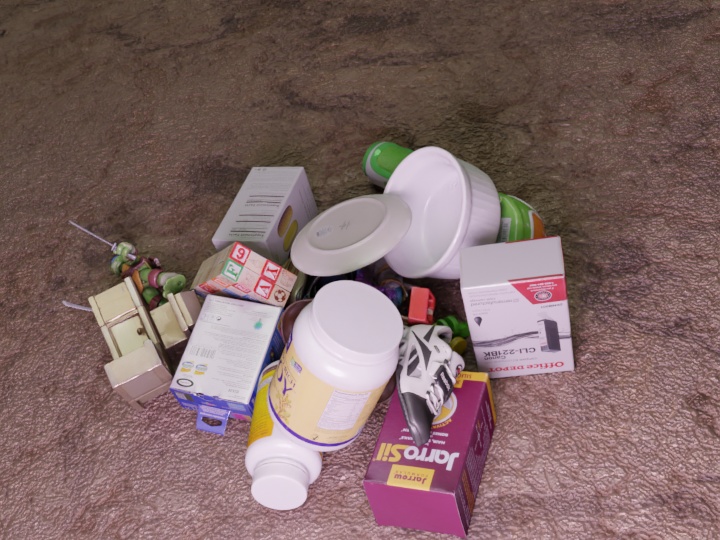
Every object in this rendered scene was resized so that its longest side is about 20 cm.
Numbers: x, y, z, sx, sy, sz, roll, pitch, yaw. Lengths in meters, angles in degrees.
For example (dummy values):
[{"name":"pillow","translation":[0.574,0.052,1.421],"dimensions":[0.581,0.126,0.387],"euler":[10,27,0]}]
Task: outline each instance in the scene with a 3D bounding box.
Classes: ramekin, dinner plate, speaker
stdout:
[{"name":"ramekin","translation":[0.124,-0.082,1.478],"dimensions":[0.097,0.202,0.201],"euler":[12,23,-38]},{"name":"dinner plate","translation":[-0.018,-0.063,1.451],"dimensions":[0.198,0.024,0.201],"euler":[-18,33,12]},{"name":"speaker","translation":[0.093,-0.171,1.750],"dimensions":[0.088,0.089,0.199],"euler":[-37,44,-22]}]

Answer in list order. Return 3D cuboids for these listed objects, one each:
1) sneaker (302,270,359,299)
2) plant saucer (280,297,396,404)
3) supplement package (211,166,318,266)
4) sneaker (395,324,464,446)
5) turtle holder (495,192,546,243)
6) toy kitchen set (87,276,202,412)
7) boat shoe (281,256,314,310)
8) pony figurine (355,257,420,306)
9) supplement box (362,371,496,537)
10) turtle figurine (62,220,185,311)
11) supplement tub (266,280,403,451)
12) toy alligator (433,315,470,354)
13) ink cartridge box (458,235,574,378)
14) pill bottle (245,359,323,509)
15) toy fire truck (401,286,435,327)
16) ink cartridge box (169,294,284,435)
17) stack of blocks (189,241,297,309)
[{"name":"sneaker","translation":[-0.067,0.061,1.470],"dimensions":[0.070,0.202,0.078],"euler":[28,19,7]},{"name":"plant saucer","translation":[-0.025,0.112,1.389],"dimensions":[0.198,0.202,0.035],"euler":[13,45,30]},{"name":"supplement package","translation":[-0.167,-0.081,1.718],"dimensions":[0.108,0.115,0.201],"euler":[2,45,22]},{"name":"sneaker","translation":[0.094,0.140,1.255],"dimensions":[0.087,0.075,0.201],"euler":[-10,40,10]},{"name":"turtle holder","translation":[0.215,-0.042,1.539],"dimensions":[0.185,0.130,0.143],"euler":[-38,55,41]},{"name":"toy kitchen set","translation":[-0.328,0.080,1.491],"dimensions":[0.162,0.181,0.202],"euler":[-26,73,-9]},{"name":"boat shoe","translation":[-0.107,0.004,1.635],"dimensions":[0.073,0.076,0.201],"euler":[-3,42,20]},{"name":"pony figurine","translation":[0.000,0.000,1.563],"dimensions":[0.190,0.169,0.201],"euler":[-4,26,3]},{"name":"supplement box","translation":[0.097,0.238,1.281],"dimensions":[0.129,0.104,0.201],"euler":[3,45,21]},{"name":"turtle figurine","translation":[-0.407,0.030,1.662],"dimensions":[0.192,0.199,0.146],"euler":[22,88,32]},{"name":"supplement tub","translation":[-0.034,0.127,1.259],"dimensions":[0.143,0.201,0.147],"euler":[14,42,-13]},{"name":"toy alligator","translation":[0.094,0.121,1.448],"dimensions":[0.199,0.055,0.059],"euler":[-32,42,-17]},{"name":"ink cartridge box","translation":[0.226,0.058,1.364],"dimensions":[0.142,0.201,0.084],"euler":[-7,45,11]},{"name":"pill bottle","translation":[-0.103,0.231,1.353],"dimensions":[0.108,0.110,0.202],"euler":[-7,41,11]},{"name":"toy fire truck","translation":[0.042,0.077,1.425],"dimensions":[0.139,0.200,0.049],"euler":[5,70,8]},{"name":"ink cartridge box","translation":[-0.204,0.149,1.474],"dimensions":[0.134,0.077,0.202],"euler":[9,59,17]},{"name":"stack of blocks","translation":[-0.196,0.022,1.564],"dimensions":[0.199,0.114,0.059],"euler":[-18,45,64]}]
